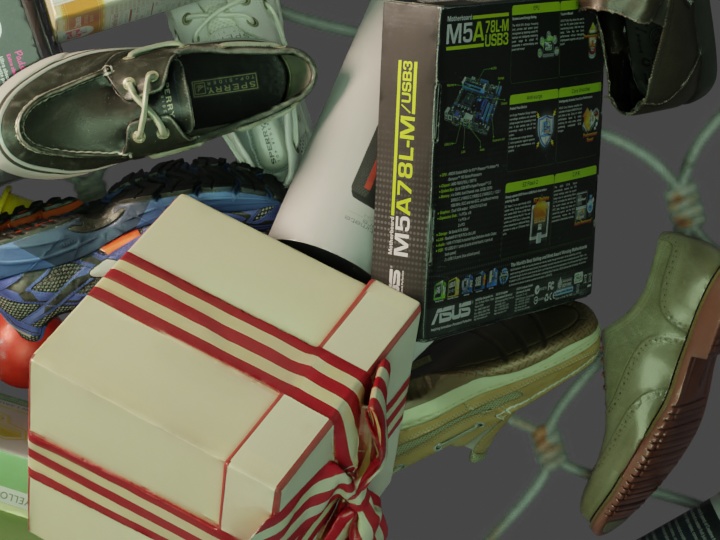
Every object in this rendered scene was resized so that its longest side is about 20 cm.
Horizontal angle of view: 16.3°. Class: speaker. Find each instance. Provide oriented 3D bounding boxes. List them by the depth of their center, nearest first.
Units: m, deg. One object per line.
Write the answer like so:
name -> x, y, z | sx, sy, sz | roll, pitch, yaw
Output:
speaker -> 0.014, -0.083, 1.500 | 0.081, 0.081, 0.201 | 25, 71, -3

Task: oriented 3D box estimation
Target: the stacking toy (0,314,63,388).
stacking toy -> -0.142, 0.073, 1.578 | 0.199, 0.085, 0.086 | 23, 100, 2

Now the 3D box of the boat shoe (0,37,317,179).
boat shoe -> -0.121, -0.101, 1.449 | 0.199, 0.064, 0.071 | -16, 98, -24

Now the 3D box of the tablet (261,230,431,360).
tablet -> 0.000, 0.000, 1.552 | 0.200, 0.014, 0.130 | -43, 100, -14

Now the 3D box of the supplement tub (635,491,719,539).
supplement tub -> 0.216, 0.223, 1.561 | 0.199, 0.140, 0.141 | -30, 98, 7

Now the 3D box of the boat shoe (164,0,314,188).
boat shoe -> -0.077, -0.141, 1.538 | 0.070, 0.069, 0.201 | -23, 99, 5

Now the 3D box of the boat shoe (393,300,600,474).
boat shoe -> 0.065, 0.084, 1.584 | 0.199, 0.072, 0.076 | -21, 114, 12

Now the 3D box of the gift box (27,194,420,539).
gift box -> -0.077, 0.105, 1.417 | 0.186, 0.200, 0.185 | 25, 144, 15

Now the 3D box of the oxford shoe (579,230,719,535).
oxford shoe -> 0.180, 0.070, 1.583 | 0.075, 0.070, 0.201 | 31, 102, 23

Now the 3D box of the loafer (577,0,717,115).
loafer -> 0.165, -0.177, 1.491 | 0.071, 0.073, 0.201 | -38, 124, -34

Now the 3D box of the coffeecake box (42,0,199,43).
coffeecake box -> -0.110, -0.240, 1.483 | 0.199, 0.073, 0.155 | -18, 86, -9

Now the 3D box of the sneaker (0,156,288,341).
sneaker -> -0.135, -0.014, 1.518 | 0.199, 0.075, 0.079 | -15, 111, 4

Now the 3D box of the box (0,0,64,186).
box -> -0.246, -0.151, 1.510 | 0.114, 0.132, 0.201 | -17, 100, 1

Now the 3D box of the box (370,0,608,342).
box -> 0.079, -0.067, 1.489 | 0.047, 0.200, 0.195 | 7, 102, 34

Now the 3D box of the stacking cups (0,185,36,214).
stacking cups -> -0.138, 0.004, 1.579 | 0.199, 0.061, 0.061 | 18, 100, -7

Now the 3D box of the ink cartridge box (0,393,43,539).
ink cartridge box -> -0.241, 0.122, 1.524 | 0.145, 0.200, 0.048 | 17, 103, -1
